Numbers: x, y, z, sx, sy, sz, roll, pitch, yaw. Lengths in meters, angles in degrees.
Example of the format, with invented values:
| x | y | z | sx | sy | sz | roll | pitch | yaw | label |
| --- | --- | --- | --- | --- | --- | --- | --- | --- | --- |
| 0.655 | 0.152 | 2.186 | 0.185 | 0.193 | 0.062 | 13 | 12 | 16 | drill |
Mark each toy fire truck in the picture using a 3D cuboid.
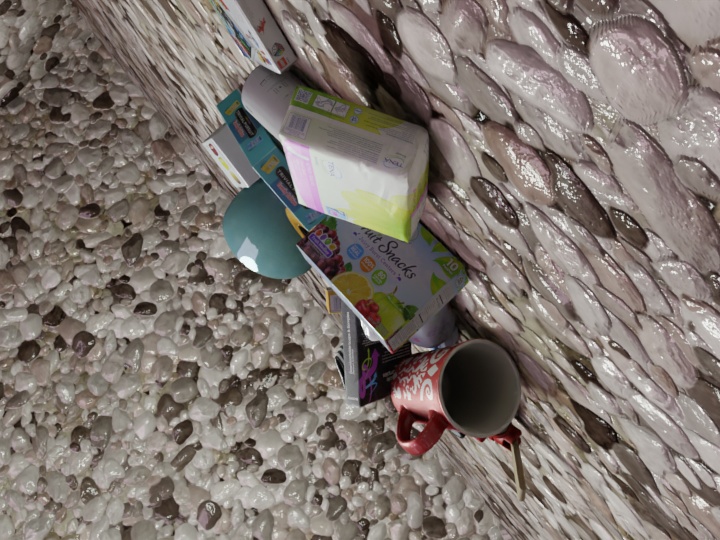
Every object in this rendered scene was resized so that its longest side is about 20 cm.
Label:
| x | y | z | sx | sy | sz | roll | pitch | yaw | label |
| --- | --- | --- | --- | --- | --- | --- | --- | --- | --- |
| 0.217 | 0.259 | 1.486 | 0.198 | 0.129 | 0.177 | 31 | 162 | 32 | toy fire truck |

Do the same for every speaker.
| x | y | z | sx | sy | sz | roll | pitch | yaw | label |
| --- | --- | --- | --- | --- | --- | --- | --- | --- | --- |
| -0.074 | -0.193 | 1.178 | 0.200 | 0.081 | 0.082 | 44 | 170 | 36 | speaker |

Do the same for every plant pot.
| x | y | z | sx | sy | sz | roll | pitch | yaw | label |
| --- | --- | --- | --- | --- | --- | --- | --- | --- | --- |
| -0.146 | -0.106 | 1.692 | 0.201 | 0.199 | 0.135 | 48 | 137 | 13 | plant pot |

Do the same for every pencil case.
| x | y | z | sx | sy | sz | roll | pitch | yaw | label |
| --- | --- | --- | --- | --- | --- | --- | --- | --- | --- |
| 0.082 | 0.032 | 1.305 | 0.082 | 0.092 | 0.201 | 18 | 157 | 28 | pencil case |

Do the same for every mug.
| x | y | z | sx | sy | sz | roll | pitch | yaw | label |
| --- | --- | --- | --- | --- | --- | --- | --- | --- | --- |
| 0.111 | 0.178 | 1.327 | 0.199 | 0.174 | 0.136 | -16 | 90 | 68 | mug |

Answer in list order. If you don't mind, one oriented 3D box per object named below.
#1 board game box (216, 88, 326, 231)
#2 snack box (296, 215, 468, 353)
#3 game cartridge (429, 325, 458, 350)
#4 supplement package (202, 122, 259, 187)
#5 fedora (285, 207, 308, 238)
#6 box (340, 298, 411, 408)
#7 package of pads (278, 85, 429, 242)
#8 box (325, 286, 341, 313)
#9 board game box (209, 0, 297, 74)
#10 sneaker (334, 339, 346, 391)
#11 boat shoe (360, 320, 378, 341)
| x | y | z | sx | sy | sz | roll | pitch | yaw | label |
| --- | --- | --- | --- | --- | --- | --- | --- | --- | --- |
| -0.134 | -0.170 | 1.372 | 0.151 | 0.047 | 0.201 | 49 | -176 | -42 | board game box |
| 0.028 | -0.011 | 1.198 | 0.200 | 0.142 | 0.053 | 45 | 172 | 30 | snack box |
| 0.110 | 0.082 | 1.543 | 0.133 | 0.040 | 0.200 | 47 | 172 | 5 | game cartridge |
| -0.214 | -0.232 | 1.680 | 0.114 | 0.109 | 0.200 | 51 | 172 | -12 | supplement package |
| -0.040 | -0.062 | 1.533 | 0.200 | 0.082 | 0.201 | 43 | 173 | 7 | fedora |
| 0.026 | 0.097 | 1.404 | 0.036 | 0.142 | 0.205 | 1 | 96 | 38 | box |
| 0.000 | -0.109 | 0.992 | 0.152 | 0.069 | 0.200 | 20 | 165 | 10 | package of pads |
| -0.001 | 0.046 | 1.560 | 0.200 | 0.116 | 0.043 | 168 | 97 | -87 | box |
| -0.164 | -0.350 | 1.142 | 0.126 | 0.034 | 0.201 | 39 | 165 | 54 | board game box |
| 0.039 | 0.187 | 1.527 | 0.199 | 0.116 | 0.076 | 38 | 161 | -3 | sneaker |
| 0.000 | 0.000 | 1.305 | 0.071 | 0.068 | 0.205 | -13 | -81 | -71 | boat shoe |
